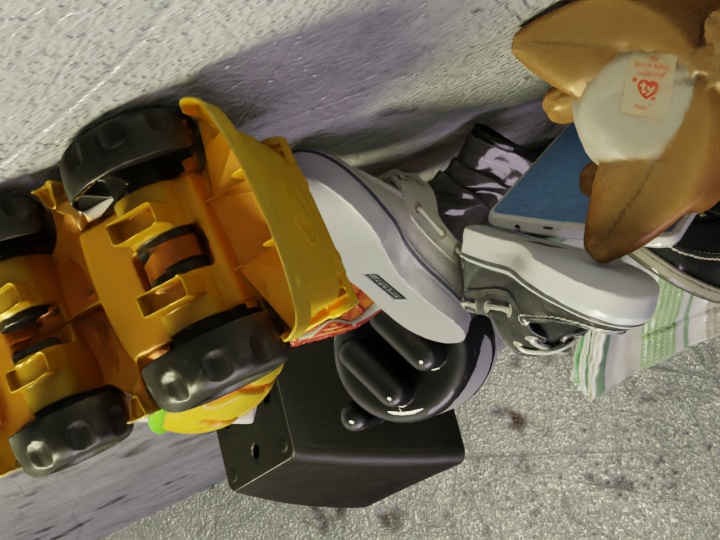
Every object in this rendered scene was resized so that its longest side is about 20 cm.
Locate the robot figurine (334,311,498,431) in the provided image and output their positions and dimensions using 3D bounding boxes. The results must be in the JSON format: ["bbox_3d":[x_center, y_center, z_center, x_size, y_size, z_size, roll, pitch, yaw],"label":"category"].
[{"bbox_3d":[0.052,0.069,1.249,0.149,0.126,0.200,-10,178,18],"label":"robot figurine"}]

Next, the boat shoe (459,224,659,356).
[{"bbox_3d":[0.110,0.020,0.849,0.071,0.068,0.200,5,-172,-23],"label":"boat shoe"}]

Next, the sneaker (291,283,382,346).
[{"bbox_3d":[0.000,0.000,1.098,0.199,0.077,0.073,-30,-178,-13],"label":"sneaker"}]

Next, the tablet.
[{"bbox_3d":[0.183,-0.072,0.963,0.129,0.014,0.200,8,-146,30],"label":"tablet"}]

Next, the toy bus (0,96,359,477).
[{"bbox_3d":[-0.104,0.010,0.745,0.199,0.136,0.192,-27,174,17],"label":"toy bus"}]

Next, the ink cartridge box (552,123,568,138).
[{"bbox_3d":[0.259,-0.092,1.111,0.199,0.120,0.042,-21,175,-17],"label":"ink cartridge box"}]

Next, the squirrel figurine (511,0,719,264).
[{"bbox_3d":[0.211,-0.108,0.843,0.199,0.142,0.186,-31,168,25],"label":"squirrel figurine"}]

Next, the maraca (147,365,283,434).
[{"bbox_3d":[-0.100,0.038,0.988,0.137,0.107,0.200,-56,175,-43],"label":"maraca"}]

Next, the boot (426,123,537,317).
[{"bbox_3d":[0.050,-0.052,0.995,0.199,0.068,0.131,19,113,-41],"label":"boot"}]

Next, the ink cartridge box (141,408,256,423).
[{"bbox_3d":[-0.204,0.093,1.111,0.199,0.050,0.160,8,173,-39],"label":"ink cartridge box"}]

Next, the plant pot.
[{"bbox_3d":[-0.043,0.131,1.431,0.176,0.201,0.200,-3,160,-34],"label":"plant pot"}]

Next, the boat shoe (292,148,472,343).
[{"bbox_3d":[0.019,-0.029,0.913,0.071,0.070,0.200,0,150,41],"label":"boat shoe"}]

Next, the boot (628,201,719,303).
[{"bbox_3d":[0.278,-0.057,0.993,0.203,0.073,0.154,4,118,-43],"label":"boot"}]

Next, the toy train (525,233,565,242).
[{"bbox_3d":[0.141,-0.053,1.178,0.199,0.086,0.114,-25,180,5],"label":"toy train"}]

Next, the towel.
[{"bbox_3d":[0.256,0.013,1.098,0.199,0.031,0.150,-21,139,-19],"label":"towel"}]
